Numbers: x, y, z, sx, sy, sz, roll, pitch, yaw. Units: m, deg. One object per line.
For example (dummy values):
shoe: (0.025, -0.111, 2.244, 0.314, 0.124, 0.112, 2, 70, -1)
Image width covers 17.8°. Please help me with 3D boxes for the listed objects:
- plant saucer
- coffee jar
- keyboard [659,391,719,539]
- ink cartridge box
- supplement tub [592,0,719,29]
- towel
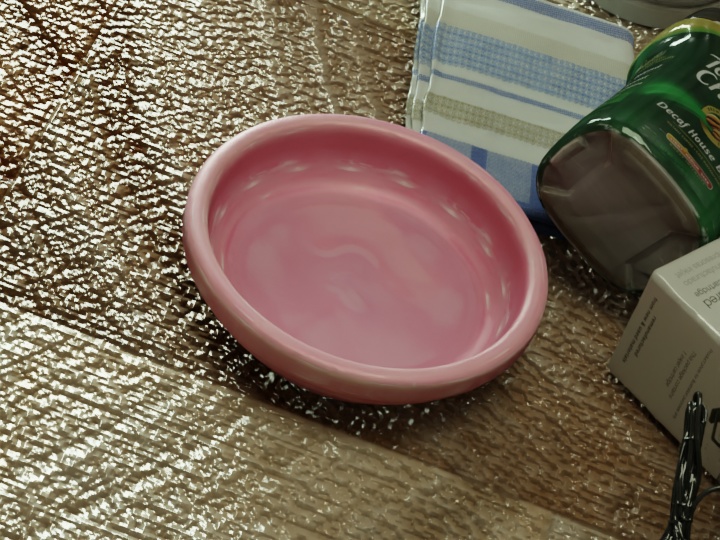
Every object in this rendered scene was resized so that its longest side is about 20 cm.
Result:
plant saucer: (0.000, 0.000, 1.238, 0.200, 0.051, 0.201, 10, 44, -10)
coffee jar: (0.184, -0.075, 1.335, 0.104, 0.085, 0.200, 48, 38, -4)
keyboard: (0.209, 0.113, 1.145, 0.127, 0.021, 0.201, 10, 78, 13)
ink cartridge box: (0.257, 0.069, 1.237, 0.146, 0.084, 0.200, -24, 59, -36)
supplement tub: (0.213, -0.269, 1.475, 0.144, 0.200, 0.145, 11, 44, -10)
towel: (0.097, -0.099, 1.392, 0.146, 0.024, 0.200, 15, 45, -8)
